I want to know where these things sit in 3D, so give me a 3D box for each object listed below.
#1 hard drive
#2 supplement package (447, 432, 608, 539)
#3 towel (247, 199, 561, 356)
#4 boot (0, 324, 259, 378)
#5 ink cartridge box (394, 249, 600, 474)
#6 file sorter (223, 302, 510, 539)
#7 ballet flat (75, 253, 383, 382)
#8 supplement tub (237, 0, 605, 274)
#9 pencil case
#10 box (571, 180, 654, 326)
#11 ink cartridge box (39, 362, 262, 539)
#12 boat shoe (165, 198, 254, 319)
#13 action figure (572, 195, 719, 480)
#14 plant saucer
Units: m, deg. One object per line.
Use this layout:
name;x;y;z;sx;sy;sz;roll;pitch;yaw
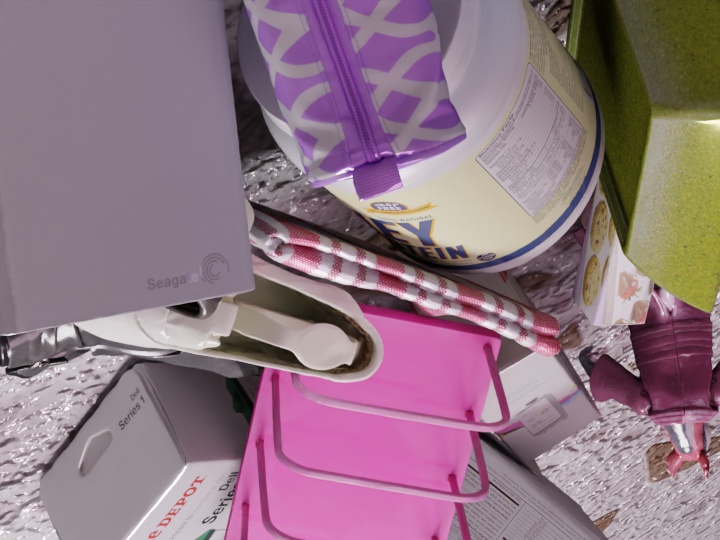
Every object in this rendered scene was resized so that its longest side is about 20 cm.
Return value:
hard drive;-0.120;-0.081;0.947;0.131;0.202;0.026;-10;-173;-31
supplement package;0.052;0.214;1.446;0.200;0.147;0.191;-52;-178;1
towel;0.000;0.000;1.161;0.199;0.146;0.030;19;92;-28
boot;-0.138;0.032;1.225;0.131;0.070;0.200;-16;161;6
ink cartridge box;0.096;0.053;1.407;0.067;0.117;0.200;-32;153;5
file sorter;0.000;0.138;1.247;0.138;0.126;0.201;11;113;-7
ballet flat;-0.067;0.021;1.102;0.199;0.070;0.069;16;129;-37
supplement tub;0.034;-0.093;1.089;0.145;0.145;0.200;-35;151;10
pencil case;-0.016;-0.135;0.927;0.083;0.201;0.086;-21;-173;3
box;0.174;-0.061;1.295;0.038;0.041;0.201;-2;120;-22
ink cartridge box;-0.092;0.134;1.393;0.199;0.085;0.146;0;140;-44
boat shoe;-0.146;-0.044;0.995;0.200;0.061;0.072;27;150;-17
action figure;0.218;0.042;1.410;0.133;0.202;0.149;-10;173;-1
plant saucer;0.156;-0.104;1.139;0.048;0.201;0.200;-10;148;-6
